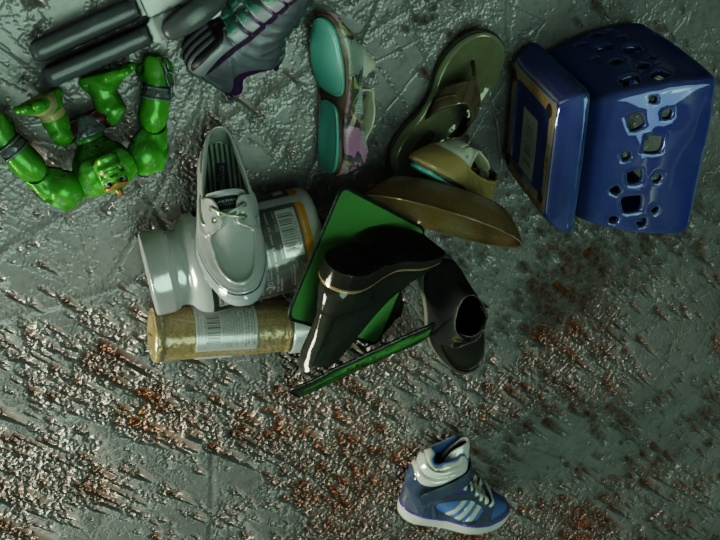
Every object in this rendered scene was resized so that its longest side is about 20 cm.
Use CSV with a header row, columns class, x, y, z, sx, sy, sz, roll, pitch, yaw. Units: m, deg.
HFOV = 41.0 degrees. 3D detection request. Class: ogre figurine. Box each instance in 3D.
class,x,y,z,sx,sy,sz,roll,pitch,yaw
ogre figurine,-0.272,-0.136,0.987,0.199,0.098,0.121,-36,119,-36

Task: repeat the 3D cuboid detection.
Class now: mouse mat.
class,x,y,z,sx,sy,sz,roll,pitch,yaw
mouse mat,0.000,0.000,1.131,0.199,0.007,0.162,22,92,-56
mouse mat,0.003,0.117,1.234,0.198,0.008,0.161,-26,171,-3

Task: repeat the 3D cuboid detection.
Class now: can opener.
class,x,y,z,sx,sy,sz,roll,pitch,yaw
can opener,-0.227,-0.240,0.951,0.198,0.067,0.054,-26,115,-6

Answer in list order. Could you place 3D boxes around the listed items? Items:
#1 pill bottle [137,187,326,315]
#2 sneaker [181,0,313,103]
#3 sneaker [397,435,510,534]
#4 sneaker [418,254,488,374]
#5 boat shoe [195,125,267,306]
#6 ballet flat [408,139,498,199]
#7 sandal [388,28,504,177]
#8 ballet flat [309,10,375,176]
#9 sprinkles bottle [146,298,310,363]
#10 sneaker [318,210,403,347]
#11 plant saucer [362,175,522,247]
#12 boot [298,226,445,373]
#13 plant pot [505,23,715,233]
class,x,y,z,sx,sy,sz,roll,pitch,yaw
pill bottle,-0.145,-0.019,1.098,0.198,0.117,0.117,-14,125,-14
sneaker,-0.090,-0.263,1.006,0.199,0.075,0.087,-35,141,14
sneaker,0.161,0.320,1.462,0.198,0.081,0.148,9,121,-21
sneaker,0.134,0.085,1.286,0.074,0.106,0.201,-26,127,-5
boat shoe,-0.145,-0.062,1.017,0.073,0.202,0.067,-12,151,-12
ballet flat,0.114,-0.124,1.146,0.063,0.068,0.200,-61,154,3
sandal,0.109,-0.187,1.135,0.079,0.057,0.202,21,111,-32
ballet flat,-0.015,-0.201,1.076,0.071,0.069,0.202,-26,133,-28
sprinkles bottle,-0.158,0.072,1.179,0.198,0.068,0.069,-2,121,-21
sneaker,-0.006,0.012,1.186,0.080,0.075,0.201,-55,133,-28
plant saucer,0.099,-0.073,1.135,0.199,0.200,0.036,19,86,-31
boot,0.007,0.031,1.109,0.199,0.077,0.139,-13,132,-47
plant pot,0.280,-0.164,1.141,0.178,0.201,0.202,-7,123,-10
